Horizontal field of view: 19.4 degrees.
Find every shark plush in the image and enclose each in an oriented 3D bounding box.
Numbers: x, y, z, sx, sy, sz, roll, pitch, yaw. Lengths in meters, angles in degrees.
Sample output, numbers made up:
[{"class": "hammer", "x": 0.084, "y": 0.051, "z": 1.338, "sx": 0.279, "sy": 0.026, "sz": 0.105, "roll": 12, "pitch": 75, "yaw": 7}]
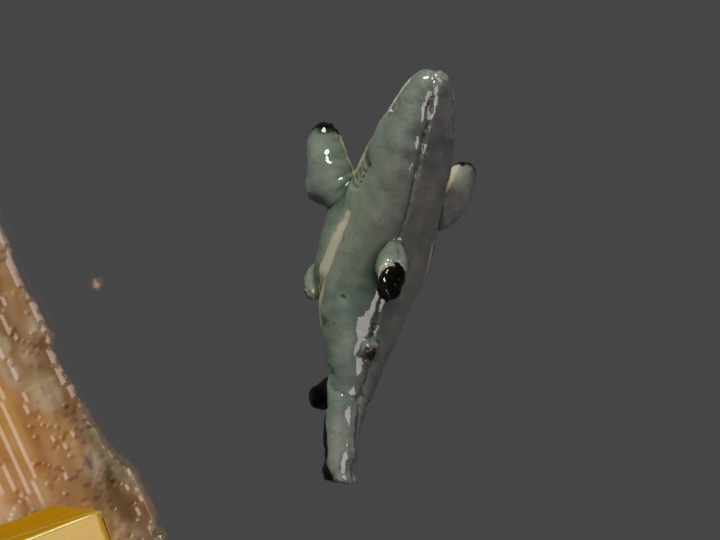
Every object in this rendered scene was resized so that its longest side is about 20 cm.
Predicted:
[{"class": "shark plush", "x": 0.000, "y": 0.000, "z": 1.040, "sx": 0.091, "sy": 0.083, "sz": 0.201, "roll": 27, "pitch": 78, "yaw": -13}]

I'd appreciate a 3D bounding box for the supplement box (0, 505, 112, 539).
[{"class": "supplement box", "x": -0.183, "y": 0.234, "z": 0.941, "sx": 0.197, "sy": 0.133, "sz": 0.201, "roll": -20, "pitch": 91, "yaw": -17}]
